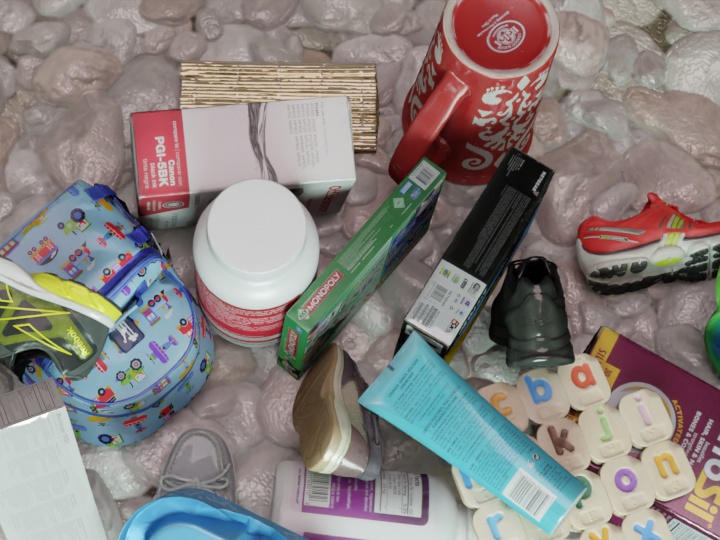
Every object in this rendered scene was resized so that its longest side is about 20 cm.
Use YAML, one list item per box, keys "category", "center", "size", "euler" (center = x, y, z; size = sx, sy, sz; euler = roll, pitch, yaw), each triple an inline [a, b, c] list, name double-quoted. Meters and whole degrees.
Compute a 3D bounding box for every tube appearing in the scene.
- category: "tube"
  center: [0.098, 0.142, 1.484]
  size: [0.200, 0.050, 0.078]
  euler: [38, 83, 12]

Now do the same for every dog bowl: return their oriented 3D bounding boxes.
- category: "dog bowl"
  center: [-0.104, 0.251, 1.455]
  size: [0.199, 0.050, 0.112]
  euler: [25, 106, 0]

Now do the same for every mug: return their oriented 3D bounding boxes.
- category: "mug"
  center: [0.112, -0.163, 1.647]
  size: [0.133, 0.200, 0.178]
  euler: [15, 67, -1]

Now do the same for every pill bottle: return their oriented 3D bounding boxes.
- category: "pill bottle"
  center: [-0.093, -0.009, 1.561]
  size: [0.111, 0.200, 0.113]
  euler: [1, 73, -4]
- category: "pill bottle"
  center: [0.020, 0.230, 1.531]
  size: [0.199, 0.112, 0.113]
  euler: [7, 68, -3]

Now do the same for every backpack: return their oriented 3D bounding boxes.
- category: "backpack"
  center: [-0.231, 0.047, 1.566]
  size: [0.182, 0.135, 0.200]
  euler: [-39, 80, -17]

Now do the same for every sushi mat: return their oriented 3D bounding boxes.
- category: "sushi mat"
  center: [-0.079, -0.162, 1.727]
  size: [0.199, 0.012, 0.096]
  euler: [0, 68, -6]

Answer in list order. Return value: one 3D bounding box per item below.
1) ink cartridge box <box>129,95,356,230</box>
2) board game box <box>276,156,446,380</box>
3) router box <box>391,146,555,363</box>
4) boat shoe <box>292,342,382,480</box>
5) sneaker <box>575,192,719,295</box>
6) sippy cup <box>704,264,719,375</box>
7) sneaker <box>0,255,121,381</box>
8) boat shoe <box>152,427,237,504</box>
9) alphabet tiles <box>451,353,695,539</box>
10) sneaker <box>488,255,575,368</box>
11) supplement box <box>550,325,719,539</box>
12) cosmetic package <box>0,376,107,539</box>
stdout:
- category: "ink cartridge box"
  center: [-0.110, -0.098, 1.622]
  size: [0.199, 0.147, 0.083]
  euler: [-5, 80, -7]
- category: "board game box"
  center: [0.000, 0.000, 1.606]
  size: [0.029, 0.135, 0.200]
  euler: [38, 69, 8]
- category: "router box"
  center: [0.100, 0.003, 1.608]
  size: [0.051, 0.149, 0.201]
  euler: [30, 69, 7]
- category: "boat shoe"
  center: [-0.016, 0.129, 1.548]
  size: [0.065, 0.200, 0.072]
  euler: [31, 104, -14]
- category: "sneaker"
  center: [0.303, -0.039, 1.688]
  size: [0.199, 0.077, 0.085]
  euler: [-8, 63, -10]
- category: "sippy cup"
  center: [0.411, 0.046, 1.642]
  size: [0.139, 0.178, 0.130]
  euler: [22, 52, 33]
- category: "sneaker"
  center: [-0.302, 0.033, 1.455]
  size: [0.199, 0.074, 0.085]
  euler: [16, 79, 3]
- category: "boat shoe"
  center: [-0.151, 0.232, 1.537]
  size: [0.074, 0.065, 0.203]
  euler: [13, 68, -1]
- category: "alphabet tiles"
  center: [0.183, 0.176, 1.511]
  size: [0.199, 0.015, 0.197]
  euler: [-18, 71, -12]
- category: "sneaker"
  center: [0.155, 0.029, 1.577]
  size: [0.075, 0.200, 0.091]
  euler: [-5, 98, -4]
- category: "supplement box"
  center: [0.267, 0.164, 1.588]
  size: [0.199, 0.103, 0.131]
  euler: [28, 68, 5]
- category: "cosmetic package"
  center: [-0.267, 0.191, 1.476]
  size: [0.082, 0.201, 0.051]
  euler: [-18, 35, -12]
